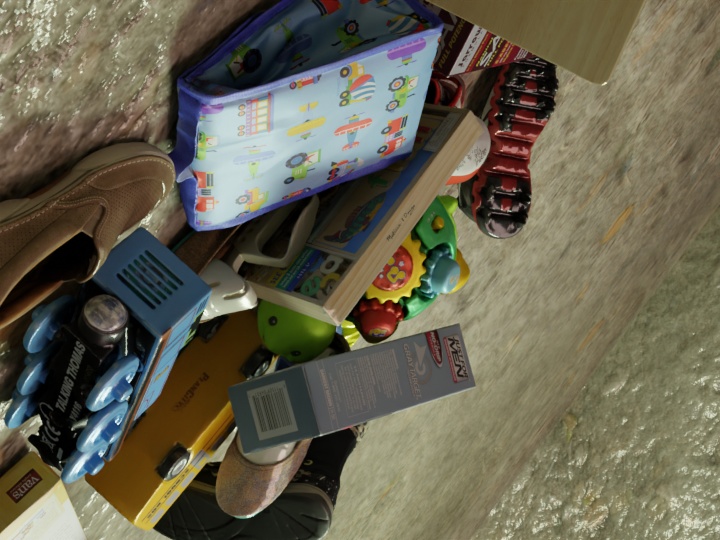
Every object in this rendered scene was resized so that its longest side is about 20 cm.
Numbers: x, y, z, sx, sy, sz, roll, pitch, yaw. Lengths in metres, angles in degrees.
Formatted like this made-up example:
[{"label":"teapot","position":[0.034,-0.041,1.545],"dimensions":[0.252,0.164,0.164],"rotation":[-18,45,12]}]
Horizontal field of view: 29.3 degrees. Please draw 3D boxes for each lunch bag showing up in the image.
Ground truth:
[{"label":"lunch bag","position":[-0.052,-0.110,0.972],"dimensions":[0.199,0.094,0.151],"rotation":[-33,157,-25]}]

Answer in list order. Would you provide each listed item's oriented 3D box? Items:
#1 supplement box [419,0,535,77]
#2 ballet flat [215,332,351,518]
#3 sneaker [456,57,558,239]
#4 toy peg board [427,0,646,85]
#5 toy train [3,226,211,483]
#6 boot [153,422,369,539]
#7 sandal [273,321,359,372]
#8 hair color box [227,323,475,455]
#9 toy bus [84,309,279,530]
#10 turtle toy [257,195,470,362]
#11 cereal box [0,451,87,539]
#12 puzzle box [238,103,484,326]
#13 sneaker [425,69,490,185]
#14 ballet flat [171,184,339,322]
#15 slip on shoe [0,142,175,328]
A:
[{"label":"supplement box","position":[0.123,-0.236,1.182],"dimensions":[0.199,0.061,0.110],"rotation":[-23,146,-54]},{"label":"ballet flat","position":[-0.067,0.126,1.210],"dimensions":[0.201,0.067,0.068],"rotation":[-55,157,-39]},{"label":"sneaker","position":[0.140,-0.137,1.387],"dimensions":[0.070,0.098,0.204],"rotation":[9,97,-26]},{"label":"toy peg board","position":[0.128,-0.270,0.949],"dimensions":[0.098,0.197,0.201],"rotation":[-55,169,-45]},{"label":"toy train","position":[-0.176,0.065,0.951],"dimensions":[0.114,0.087,0.201],"rotation":[-42,168,-38]},{"label":"boot","position":[-0.098,0.183,1.285],"dimensions":[0.154,0.201,0.074],"rotation":[-58,140,-53]},{"label":"sandal","position":[-0.054,0.096,1.353],"dimensions":[0.087,0.079,0.202],"rotation":[-34,147,-29]},{"label":"hair color box","position":[-0.004,0.099,1.165],"dimensions":[0.098,0.062,0.199],"rotation":[-19,175,43]},{"label":"toy bus","position":[-0.146,0.123,1.182],"dimensions":[0.201,0.065,0.078],"rotation":[-50,162,-8]},{"label":"turtle toy","position":[0.000,0.000,1.145],"dimensions":[0.199,0.146,0.101],"rotation":[-35,-164,3]},{"label":"cereal box","position":[-0.287,0.240,1.099],"dimensions":[0.144,0.039,0.201],"rotation":[-43,160,-23]},{"label":"puzzle box","position":[-0.006,-0.054,1.085],"dimensions":[0.201,0.132,0.025],"rotation":[-53,127,-18]},{"label":"sneaker","position":[0.077,-0.135,1.245],"dimensions":[0.200,0.067,0.109],"rotation":[-25,150,-49]},{"label":"ballet flat","position":[-0.088,-0.015,1.053],"dimensions":[0.200,0.072,0.068],"rotation":[-47,149,-13]},{"label":"slip on shoe","position":[-0.178,-0.021,0.850],"dimensions":[0.199,0.060,0.077],"rotation":[-28,150,-51]}]
